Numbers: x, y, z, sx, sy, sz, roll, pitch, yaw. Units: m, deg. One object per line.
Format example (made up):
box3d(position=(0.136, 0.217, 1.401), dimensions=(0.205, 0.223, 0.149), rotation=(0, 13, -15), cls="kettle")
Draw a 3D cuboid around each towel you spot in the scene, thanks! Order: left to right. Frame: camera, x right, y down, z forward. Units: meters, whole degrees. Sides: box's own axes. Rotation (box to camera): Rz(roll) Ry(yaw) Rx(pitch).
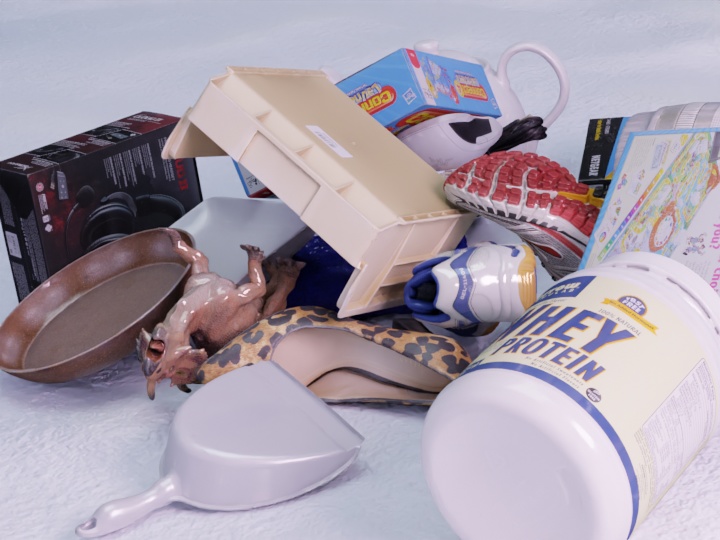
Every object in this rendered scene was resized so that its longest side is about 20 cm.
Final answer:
box3d(position=(0.000, 0.000, 1.664), dimensions=(0.198, 0.050, 0.148), rotation=(-9, 19, 0), cls="towel")

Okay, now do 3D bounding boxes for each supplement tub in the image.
box3d(position=(0.145, 0.087, 1.201), dimensions=(0.144, 0.146, 0.200), rotation=(6, 31, 36), cls="supplement tub")

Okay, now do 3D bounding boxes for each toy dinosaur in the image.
box3d(position=(-0.108, 0.049, 1.517), dimensions=(0.199, 0.137, 0.085), rotation=(19, -8, -42), cls="toy dinosaur")

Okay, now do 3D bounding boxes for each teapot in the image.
box3d(position=(0.082, -0.164, 1.934), dimensions=(0.199, 0.148, 0.197), rotation=(-20, 23, -30), cls="teapot")

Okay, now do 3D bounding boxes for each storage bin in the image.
box3d(position=(-0.028, -0.067, 1.519), dimensions=(0.200, 0.094, 0.198), rotation=(42, 21, 17), cls="storage bin")

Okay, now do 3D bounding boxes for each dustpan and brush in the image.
box3d(position=(-0.114, 0.139, 1.345), dimensions=(0.199, 0.058, 0.139), rotation=(-15, 33, -32), cls="dustpan and brush")

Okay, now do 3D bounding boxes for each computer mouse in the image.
box3d(position=(0.095, -0.112, 1.749), dimensions=(0.109, 0.044, 0.199), rotation=(-21, -7, 29), cls="computer mouse")

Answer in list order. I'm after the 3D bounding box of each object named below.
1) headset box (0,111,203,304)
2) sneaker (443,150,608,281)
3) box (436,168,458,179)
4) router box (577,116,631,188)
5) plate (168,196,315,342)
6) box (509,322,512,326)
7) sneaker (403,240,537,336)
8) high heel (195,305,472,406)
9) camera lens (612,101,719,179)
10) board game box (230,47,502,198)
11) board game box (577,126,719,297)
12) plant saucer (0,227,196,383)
box3d(position=(-0.231, -0.053, 1.761), dimensions=(0.199, 0.150, 0.077), rotation=(-23, 24, -35), cls="headset box")
box3d(position=(0.151, -0.030, 1.484), dimensions=(0.199, 0.083, 0.078), rotation=(26, 40, 24), cls="sneaker")
box3d(position=(0.065, -0.066, 1.722), dimensions=(0.135, 0.038, 0.200), rotation=(-7, -1, -7), cls="box")
box3d(position=(0.287, -0.100, 1.806), dimensions=(0.147, 0.052, 0.200), rotation=(-3, 20, 11), cls="router box")
box3d(position=(-0.145, 0.006, 1.661), dimensions=(0.200, 0.033, 0.199), rotation=(-41, 26, -27), cls="plate")
box3d(position=(0.170, 0.074, 1.414), dimensions=(0.143, 0.037, 0.200), rotation=(-2, 20, 19), cls="box")
box3d(position=(0.072, 0.011, 1.478), dimensions=(0.087, 0.076, 0.200), rotation=(-2, -8, -11), cls="sneaker")
box3d(position=(-0.017, 0.077, 1.431), dimensions=(0.198, 0.072, 0.143), rotation=(-9, 17, -17), cls="high heel")
box3d(position=(0.317, -0.056, 1.517), dimensions=(0.198, 0.162, 0.160), rotation=(1, 22, 26), cls="camera lens")
box3d(position=(0.007, -0.132, 1.758), dimensions=(0.195, 0.056, 0.200), rotation=(-26, -9, 23), cls="board game box")
box3d(position=(0.226, -0.014, 1.353), dimensions=(0.134, 0.034, 0.201), rotation=(0, 56, 41), cls="board game box")
box3d(position=(-0.221, 0.035, 1.604), dimensions=(0.199, 0.035, 0.201), rotation=(-23, 25, 11), cls="plant saucer")
